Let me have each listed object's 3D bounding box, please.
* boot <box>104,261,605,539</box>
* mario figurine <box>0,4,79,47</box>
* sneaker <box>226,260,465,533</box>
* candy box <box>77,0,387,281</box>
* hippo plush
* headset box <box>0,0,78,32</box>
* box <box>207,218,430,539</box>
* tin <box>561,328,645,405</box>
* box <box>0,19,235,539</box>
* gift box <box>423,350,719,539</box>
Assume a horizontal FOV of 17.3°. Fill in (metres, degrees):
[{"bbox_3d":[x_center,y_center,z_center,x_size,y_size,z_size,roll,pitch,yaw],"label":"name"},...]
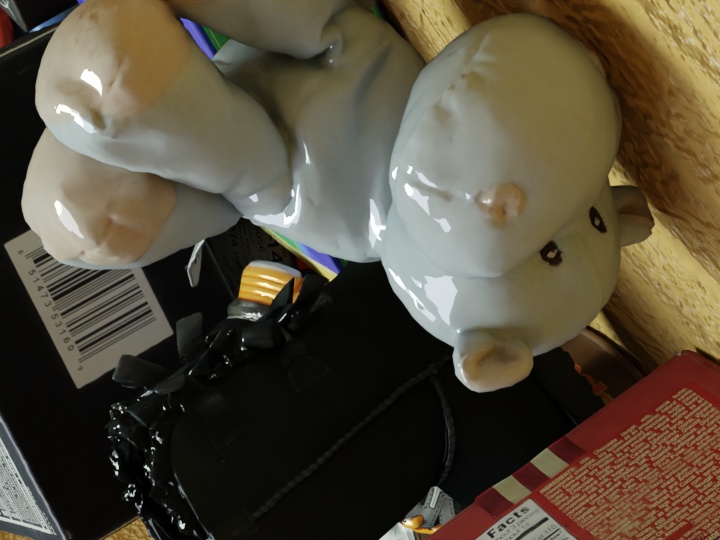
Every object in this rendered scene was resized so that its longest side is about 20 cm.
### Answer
[{"bbox_3d":[0.013,0.082,0.883,0.199,0.162,0.073,57,162,-11],"label":"boot"},{"bbox_3d":[-0.162,-0.133,1.209,0.200,0.106,0.123,38,-155,11],"label":"mario figurine"},{"bbox_3d":[0.018,0.079,0.982,0.200,0.077,0.078,35,171,-7],"label":"sneaker"},{"bbox_3d":[-0.057,-0.108,0.955,0.169,0.077,0.200,35,162,55],"label":"candy box"},{"bbox_3d":[-0.002,-0.025,0.755,0.161,0.159,0.200,36,147,25],"label":"hippo plush"},{"bbox_3d":[-0.177,-0.227,1.033,0.149,0.077,0.200,44,161,46],"label":"headset box"},{"bbox_3d":[-0.018,0.064,1.079,0.137,0.040,0.201,-10,96,51],"label":"box"},{"bbox_3d":[0.117,0.101,1.009,0.112,0.042,0.200,50,171,37],"label":"tin"},{"bbox_3d":[-0.153,0.006,1.064,0.201,0.123,0.198,64,157,-10],"label":"box"},{"bbox_3d":[0.125,0.171,0.799,0.187,0.184,0.200,60,174,-27],"label":"gift box"}]
